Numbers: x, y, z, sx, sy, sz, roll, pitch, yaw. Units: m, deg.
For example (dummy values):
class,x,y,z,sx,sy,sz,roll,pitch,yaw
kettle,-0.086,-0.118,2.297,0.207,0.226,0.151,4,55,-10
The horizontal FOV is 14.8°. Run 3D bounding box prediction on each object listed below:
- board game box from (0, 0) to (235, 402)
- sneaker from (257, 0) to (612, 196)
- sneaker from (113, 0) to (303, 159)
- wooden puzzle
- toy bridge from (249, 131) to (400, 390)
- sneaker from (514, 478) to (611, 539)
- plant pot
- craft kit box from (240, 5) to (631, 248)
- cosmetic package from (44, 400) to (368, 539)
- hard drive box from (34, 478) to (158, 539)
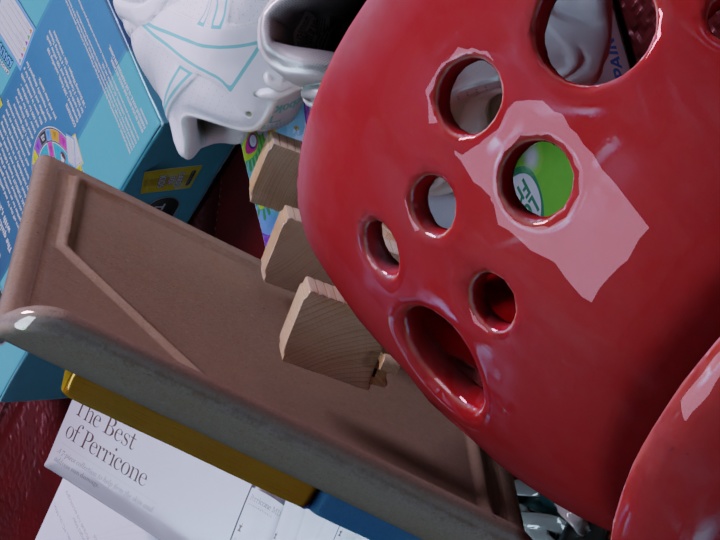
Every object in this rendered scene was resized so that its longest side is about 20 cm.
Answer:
class,x,y,z,sx,sy,sz,roll,pitch,yaw
board game box,-0.135,-0.059,1.284,0.200,0.047,0.151,-55,48,41
sneaker,0.007,-0.077,0.937,0.200,0.099,0.078,138,129,-66
sneaker,-0.026,-0.099,1.041,0.200,0.070,0.081,-26,78,60
wooden puzzle,-0.034,0.034,0.926,0.037,0.184,0.200,-61,11,12
toy bridge,0.000,0.000,0.968,0.200,0.067,0.027,-108,39,-71
sneaker,0.077,0.091,0.947,0.071,0.080,0.201,17,105,55
plant pot,0.111,-0.009,0.804,0.183,0.200,0.201,49,130,31
craft kit box,0.022,-0.067,1.058,0.200,0.048,0.198,-38,64,50
cosmetic package,-0.027,0.081,1.044,0.200,0.051,0.083,27,94,37
hard drive box,-0.079,0.164,1.184,0.156,0.077,0.200,60,136,36
